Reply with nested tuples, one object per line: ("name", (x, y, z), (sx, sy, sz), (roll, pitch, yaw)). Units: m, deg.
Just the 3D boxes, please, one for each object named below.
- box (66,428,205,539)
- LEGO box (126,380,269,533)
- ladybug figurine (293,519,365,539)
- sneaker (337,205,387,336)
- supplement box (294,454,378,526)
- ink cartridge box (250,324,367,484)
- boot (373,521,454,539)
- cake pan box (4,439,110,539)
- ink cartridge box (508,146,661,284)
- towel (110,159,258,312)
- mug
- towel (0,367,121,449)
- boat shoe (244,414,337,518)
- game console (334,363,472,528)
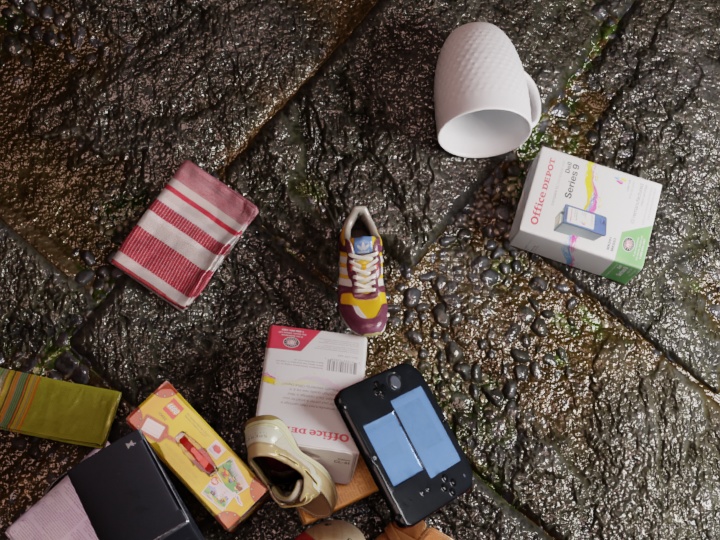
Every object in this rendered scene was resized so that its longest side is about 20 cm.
("box", (-0.268, 0.319, 1.300), (0.104, 0.201, 0.148), (-30, 57, -13))
("LEGO box", (-0.220, 0.260, 1.418), (0.077, 0.149, 0.200), (-43, 81, -14))
("ladybug figurine", (-0.068, 0.430, 1.402), (0.135, 0.072, 0.201), (24, 78, 30))
("sneaker", (0.000, 0.000, 1.514), (0.074, 0.091, 0.201), (-5, 53, -8))
("supplement box", (-0.004, 0.291, 1.470), (0.199, 0.067, 0.069), (-26, 77, -12))
("ink cartridge box", (-0.071, 0.184, 1.448), (0.146, 0.086, 0.201), (9, 49, -3))
("boot", (0.090, 0.439, 1.426), (0.199, 0.074, 0.155), (37, 79, 9))
("cake pan box", (-0.360, 0.364, 1.429), (0.200, 0.052, 0.184), (44, 73, 8))
("ink cartridge box", (0.345, -0.085, 1.597), (0.198, 0.088, 0.147), (18, 74, 3))
("towel", (-0.267, -0.055, 1.573), (0.143, 0.023, 0.201), (33, 74, 6))
("mug", (0.207, -0.284, 1.626), (0.198, 0.147, 0.177), (13, 62, -32))
("towel", (-0.444, 0.194, 1.465), (0.198, 0.018, 0.087), (9, 68, 10))
("boat shoe", (-0.094, 0.272, 1.344), (0.073, 0.200, 0.067), (-20, 38, 22))
("game console", (0.064, 0.233, 1.415), (0.176, 0.031, 0.201), (-15, 73, -53))
